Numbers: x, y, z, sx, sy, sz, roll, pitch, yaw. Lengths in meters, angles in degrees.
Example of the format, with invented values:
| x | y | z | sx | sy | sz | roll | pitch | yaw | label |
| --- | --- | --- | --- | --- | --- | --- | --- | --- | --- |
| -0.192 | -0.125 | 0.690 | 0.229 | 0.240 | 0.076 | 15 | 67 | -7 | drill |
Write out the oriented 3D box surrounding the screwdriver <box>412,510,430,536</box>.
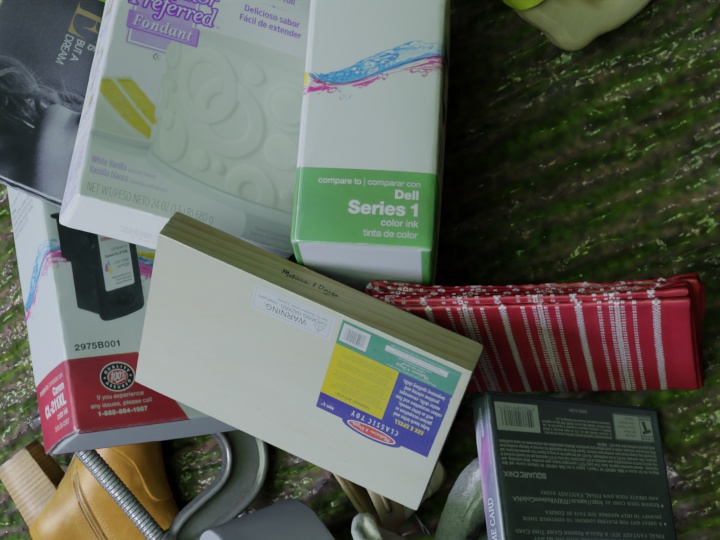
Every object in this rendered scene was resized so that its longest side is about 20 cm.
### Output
| x | y | z | sx | sy | sz | roll | pitch | yaw | label |
| --- | --- | --- | --- | --- | --- | --- | --- | --- | --- |
| -0.009 | 0.103 | 1.046 | 0.201 | 0.028 | 0.029 | 59 | 145 | 8 | screwdriver |

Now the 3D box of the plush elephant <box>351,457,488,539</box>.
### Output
| x | y | z | sx | sy | sz | roll | pitch | yaw | label |
| --- | --- | --- | --- | --- | --- | --- | --- | --- | --- |
| 0.076 | 0.207 | 0.933 | 0.199 | 0.155 | 0.166 | -31 | 80 | 25 | plush elephant |

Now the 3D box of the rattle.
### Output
| x | y | z | sx | sy | sz | roll | pitch | yaw | label |
| --- | --- | --- | --- | --- | --- | --- | --- | --- | --- |
| 0.149 | -0.244 | 0.938 | 0.130 | 0.143 | 0.201 | 34 | 94 | -13 | rattle |

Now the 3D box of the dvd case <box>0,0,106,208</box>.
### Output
| x | y | z | sx | sy | sz | roll | pitch | yaw | label |
| --- | --- | --- | --- | --- | --- | --- | --- | --- | --- |
| -0.160 | -0.101 | 0.987 | 0.016 | 0.199 | 0.150 | -39 | 32 | 60 | dvd case |

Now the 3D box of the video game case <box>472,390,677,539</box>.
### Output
| x | y | z | sx | sy | sz | roll | pitch | yaw | label |
| --- | --- | --- | --- | --- | --- | --- | --- | --- | --- |
| 0.136 | 0.175 | 0.882 | 0.019 | 0.142 | 0.201 | -29 | 60 | 50 | video game case |

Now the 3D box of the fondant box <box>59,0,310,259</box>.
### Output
| x | y | z | sx | sy | sz | roll | pitch | yaw | label |
| --- | --- | --- | --- | --- | --- | --- | --- | --- | --- |
| -0.104 | -0.111 | 0.973 | 0.058 | 0.143 | 0.201 | 139 | 142 | -61 | fondant box |

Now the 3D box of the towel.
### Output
| x | y | z | sx | sy | sz | roll | pitch | yaw | label |
| --- | --- | --- | --- | --- | --- | --- | --- | --- | --- |
| 0.109 | 0.041 | 0.902 | 0.198 | 0.145 | 0.023 | -2 | 64 | 14 | towel |

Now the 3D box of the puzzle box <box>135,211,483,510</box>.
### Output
| x | y | z | sx | sy | sz | roll | pitch | yaw | label |
| --- | --- | --- | --- | --- | --- | --- | --- | --- | --- |
| -0.036 | 0.057 | 0.890 | 0.199 | 0.025 | 0.134 | 24 | 133 | 6 | puzzle box |

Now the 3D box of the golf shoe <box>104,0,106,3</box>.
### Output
| x | y | z | sx | sy | sz | roll | pitch | yaw | label |
| --- | --- | --- | --- | --- | --- | --- | --- | --- | --- |
| -0.176 | -0.129 | 1.077 | 0.075 | 0.091 | 0.201 | 22 | 105 | 22 | golf shoe |

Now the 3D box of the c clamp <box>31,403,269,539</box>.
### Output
| x | y | z | sx | sy | sz | roll | pitch | yaw | label |
| --- | --- | --- | --- | --- | --- | --- | --- | --- | --- |
| -0.156 | 0.135 | 1.047 | 0.170 | 0.027 | 0.201 | -35 | 97 | -12 | c clamp |

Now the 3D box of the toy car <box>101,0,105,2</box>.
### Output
| x | y | z | sx | sy | sz | roll | pitch | yaw | label |
| --- | --- | --- | --- | --- | --- | --- | --- | --- | --- |
| -0.252 | -0.306 | 1.072 | 0.157 | 0.164 | 0.202 | -1 | 84 | 27 | toy car |

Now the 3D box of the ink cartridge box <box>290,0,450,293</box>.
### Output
| x | y | z | sx | sy | sz | roll | pitch | yaw | label |
| --- | --- | --- | --- | --- | --- | --- | --- | --- | --- |
| 0.011 | -0.088 | 0.914 | 0.083 | 0.145 | 0.202 | 3 | 73 | 4 | ink cartridge box |

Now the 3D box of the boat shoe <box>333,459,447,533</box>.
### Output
| x | y | z | sx | sy | sz | roll | pitch | yaw | label |
| --- | --- | --- | --- | --- | --- | --- | --- | --- | --- |
| -0.021 | 0.090 | 0.966 | 0.200 | 0.065 | 0.071 | 51 | 160 | -19 | boat shoe |

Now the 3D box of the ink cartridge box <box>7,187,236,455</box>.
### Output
| x | y | z | sx | sy | sz | roll | pitch | yaw | label |
| --- | --- | --- | --- | --- | --- | --- | --- | --- | --- |
| -0.150 | 0.011 | 1.009 | 0.083 | 0.145 | 0.201 | -36 | 63 | 61 | ink cartridge box |

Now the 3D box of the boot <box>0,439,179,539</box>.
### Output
| x | y | z | sx | sy | sz | roll | pitch | yaw | label |
| --- | --- | --- | --- | --- | --- | --- | --- | --- | --- |
| -0.161 | 0.152 | 1.111 | 0.201 | 0.071 | 0.144 | -38 | 92 | 11 | boot |

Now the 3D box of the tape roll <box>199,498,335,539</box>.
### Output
| x | y | z | sx | sy | sz | roll | pitch | yaw | label |
| --- | --- | --- | --- | --- | --- | --- | --- | --- | --- |
| -0.042 | 0.256 | 0.982 | 0.200 | 0.066 | 0.202 | 164 | 90 | -71 | tape roll |
